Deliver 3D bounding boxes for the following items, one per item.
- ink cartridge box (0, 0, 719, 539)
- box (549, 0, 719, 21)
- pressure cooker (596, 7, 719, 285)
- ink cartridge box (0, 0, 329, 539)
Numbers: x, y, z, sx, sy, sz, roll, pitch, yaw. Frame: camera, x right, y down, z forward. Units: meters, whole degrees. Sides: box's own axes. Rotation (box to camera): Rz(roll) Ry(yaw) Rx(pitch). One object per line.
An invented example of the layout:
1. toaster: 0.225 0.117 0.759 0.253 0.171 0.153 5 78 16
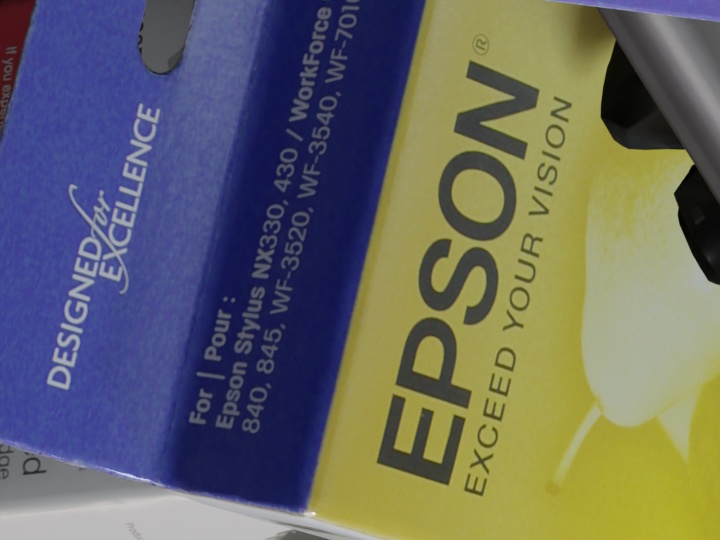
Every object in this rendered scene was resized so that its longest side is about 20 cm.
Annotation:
1. ink cartridge box: 0.036 -0.039 0.523 0.199 0.199 0.047 20 169 -38
2. box: 0.027 -0.120 0.264 0.117 0.048 0.201 9 128 25
3. pressure cooker: 0.114 -0.073 0.426 0.178 0.176 0.200 -40 125 -3
4. ink cartridge box: 0.000 0.000 0.670 0.199 0.148 0.083 -8 153 15
